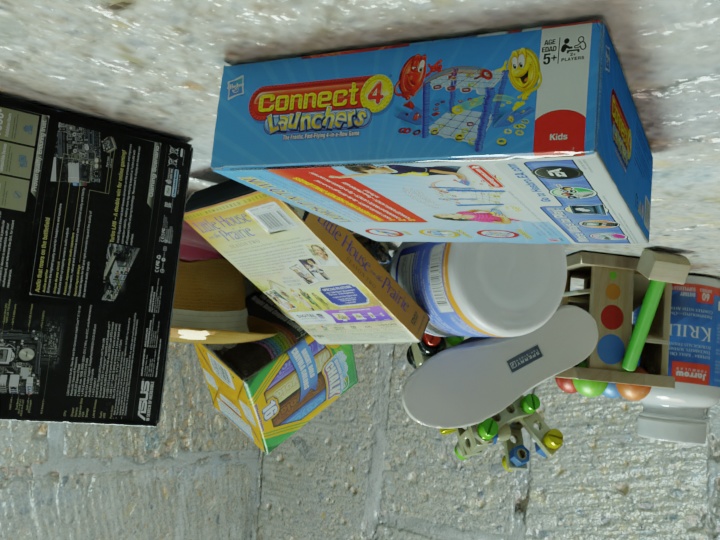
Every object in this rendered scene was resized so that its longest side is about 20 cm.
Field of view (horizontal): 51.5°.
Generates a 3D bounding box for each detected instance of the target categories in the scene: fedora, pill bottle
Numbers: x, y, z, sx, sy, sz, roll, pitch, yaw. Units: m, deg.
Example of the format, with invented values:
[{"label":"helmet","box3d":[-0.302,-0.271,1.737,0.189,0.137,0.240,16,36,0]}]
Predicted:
[{"label":"fedora","box3d":[-0.175,0.026,0.793,0.195,0.084,0.201,5,-178,0]},{"label":"pill bottle","box3d":[0.093,0.005,0.696,0.109,0.115,0.200,7,173,-17]},{"label":"pill bottle","box3d":[0.402,0.112,0.953,0.109,0.205,0.112,5,173,1]}]

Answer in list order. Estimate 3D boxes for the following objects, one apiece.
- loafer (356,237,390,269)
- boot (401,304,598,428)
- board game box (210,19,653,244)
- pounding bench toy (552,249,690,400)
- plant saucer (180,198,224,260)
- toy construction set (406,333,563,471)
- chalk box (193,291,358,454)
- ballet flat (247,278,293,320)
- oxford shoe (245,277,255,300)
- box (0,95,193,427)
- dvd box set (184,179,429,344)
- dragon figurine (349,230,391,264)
[{"label":"loafer","box3d":[0.000,0.000,0.880,0.074,0.069,0.200,2,166,21]},{"label":"boot","box3d":[0.127,0.093,0.722,0.196,0.074,0.090,-20,178,-7]},{"label":"board game box","box3d":[0.053,-0.061,0.421,0.192,0.057,0.199,3,173,27]},{"label":"pounding bench toy","box3d":[0.295,0.067,0.852,0.121,0.160,0.200,6,173,-6]},{"label":"plant saucer","box3d":[-0.234,-0.049,0.790,0.195,0.052,0.201,5,172,1]},{"label":"toy construction set","box3d":[0.120,0.115,0.794,0.128,0.202,0.093,-3,136,-21]},{"label":"chalk box","box3d":[-0.086,0.098,0.926,0.198,0.126,0.124,-33,-138,-29]},{"label":"ballet flat","box3d":[-0.048,0.030,0.814,0.197,0.077,0.067,23,-142,33]},{"label":"oxford shoe","box3d":[-0.160,0.015,0.931,0.073,0.059,0.202,8,142,2]},{"label":"box","box3d":[-0.216,-0.001,0.519,0.161,0.205,0.086,9,172,-31]},{"label":"dvd box set","box3d":[-0.049,-0.004,0.656,0.145,0.030,0.200,-8,135,48]},{"label":"dragon figurine","box3d":[-0.055,-0.030,0.758,0.197,0.060,0.098,-3,169,44]}]
